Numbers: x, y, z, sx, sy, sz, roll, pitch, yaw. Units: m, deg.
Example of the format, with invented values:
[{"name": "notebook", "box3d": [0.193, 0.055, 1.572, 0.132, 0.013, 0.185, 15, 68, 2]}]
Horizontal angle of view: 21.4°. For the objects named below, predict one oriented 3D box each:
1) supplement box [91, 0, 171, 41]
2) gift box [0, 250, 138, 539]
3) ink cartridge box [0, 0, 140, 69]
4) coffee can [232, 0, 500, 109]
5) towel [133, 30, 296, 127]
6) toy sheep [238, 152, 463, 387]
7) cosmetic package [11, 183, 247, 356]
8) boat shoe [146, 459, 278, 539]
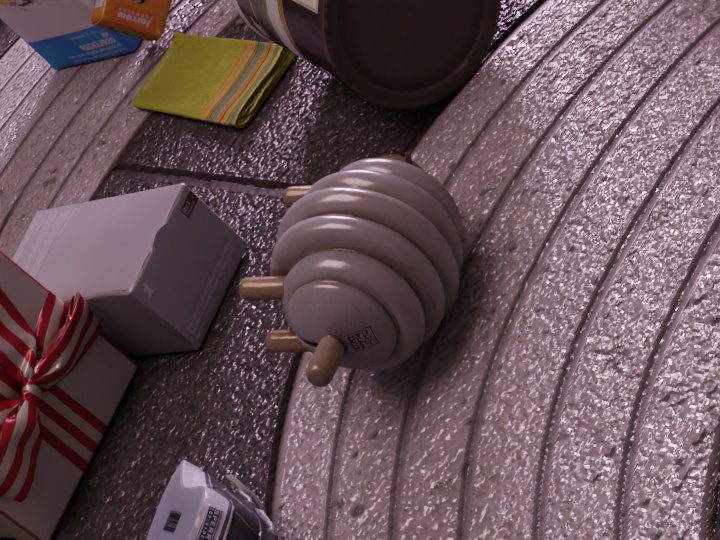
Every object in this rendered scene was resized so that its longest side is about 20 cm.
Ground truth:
[{"name": "supplement box", "box3d": [-0.196, -0.320, 1.781, 0.069, 0.066, 0.202, -158, 81, -72]}, {"name": "gift box", "box3d": [-0.305, 0.095, 1.436, 0.186, 0.200, 0.186, -4, 57, 45]}, {"name": "ink cartridge box", "box3d": [-0.297, -0.324, 1.858, 0.144, 0.200, 0.148, -3, 53, 48]}, {"name": "coffee can", "box3d": [-0.002, -0.221, 1.457, 0.147, 0.146, 0.200, -48, 32, -2]}, {"name": "towel", "box3d": [-0.134, -0.171, 1.677, 0.086, 0.018, 0.199, -55, 33, -13]}, {"name": "toy sheep", "box3d": [0.000, 0.000, 1.237, 0.137, 0.138, 0.201, -17, 39, 38]}, {"name": "cosmetic package", "box3d": [-0.194, 0.005, 1.501, 0.199, 0.090, 0.108, -3, 53, 44]}, {"name": "boat shoe", "box3d": [-0.092, 0.167, 1.223, 0.074, 0.068, 0.199, -68, 12, -12]}]
